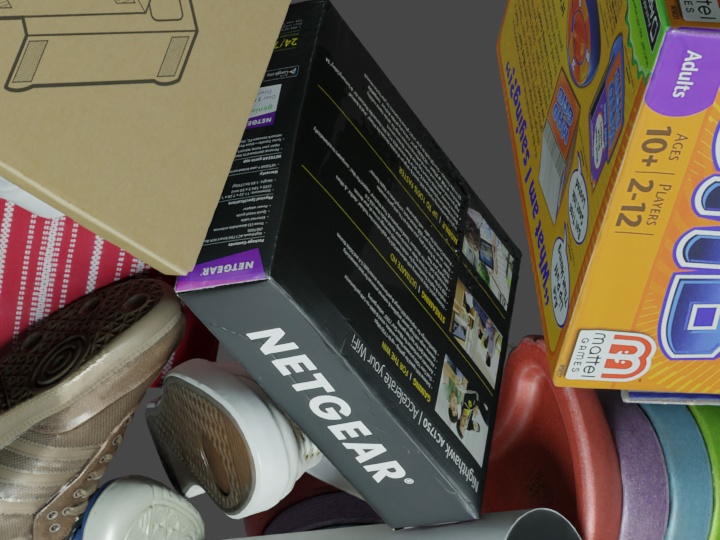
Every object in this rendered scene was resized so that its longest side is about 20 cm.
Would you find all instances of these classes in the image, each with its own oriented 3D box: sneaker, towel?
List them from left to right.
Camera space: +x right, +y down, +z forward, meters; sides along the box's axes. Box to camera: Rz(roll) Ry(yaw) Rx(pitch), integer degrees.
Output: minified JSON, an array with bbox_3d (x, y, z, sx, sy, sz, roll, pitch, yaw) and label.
[{"bbox_3d":[-0.156,0.004,1.394,0.199,0.023,0.145,4,139,-9],"label":"towel"},{"bbox_3d":[-0.148,0.083,1.389,0.200,0.070,0.076,-37,116,13],"label":"sneaker"},{"bbox_3d":[-0.130,0.144,1.481,0.111,0.077,0.200,25,162,24],"label":"sneaker"},{"bbox_3d":[-0.044,0.065,1.367,0.084,0.073,0.200,-21,-176,-12],"label":"sneaker"}]

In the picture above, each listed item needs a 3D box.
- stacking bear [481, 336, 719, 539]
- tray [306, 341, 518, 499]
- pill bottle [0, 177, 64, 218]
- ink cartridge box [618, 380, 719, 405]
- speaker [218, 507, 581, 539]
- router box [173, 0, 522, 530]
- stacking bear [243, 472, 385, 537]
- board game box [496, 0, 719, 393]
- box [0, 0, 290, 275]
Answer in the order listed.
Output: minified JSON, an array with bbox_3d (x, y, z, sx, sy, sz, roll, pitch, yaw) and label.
[{"bbox_3d":[0.160,0.101,1.457,0.200,0.114,0.122,-2,143,-33],"label":"stacking bear"},{"bbox_3d":[0.069,0.087,1.498,0.200,0.022,0.107,27,107,-32],"label":"tray"},{"bbox_3d":[-0.186,-0.101,1.205,0.200,0.112,0.112,29,127,-35],"label":"pill bottle"},{"bbox_3d":[0.188,-0.004,1.296,0.197,0.200,0.047,3,139,-10],"label":"ink cartridge box"},{"bbox_3d":[0.009,0.157,1.381,0.200,0.081,0.081,-10,144,38],"label":"speaker"},{"bbox_3d":[0.000,0.000,1.310,0.051,0.149,0.200,-10,141,28],"label":"router box"},{"bbox_3d":[0.001,0.199,1.498,0.114,0.200,0.121,18,133,-25],"label":"stacking bear"},{"bbox_3d":[0.180,-0.088,1.201,0.199,0.200,0.200,3,138,-11],"label":"board game box"},{"bbox_3d":[-0.117,-0.114,1.176,0.200,0.164,0.021,32,160,-35],"label":"box"}]
